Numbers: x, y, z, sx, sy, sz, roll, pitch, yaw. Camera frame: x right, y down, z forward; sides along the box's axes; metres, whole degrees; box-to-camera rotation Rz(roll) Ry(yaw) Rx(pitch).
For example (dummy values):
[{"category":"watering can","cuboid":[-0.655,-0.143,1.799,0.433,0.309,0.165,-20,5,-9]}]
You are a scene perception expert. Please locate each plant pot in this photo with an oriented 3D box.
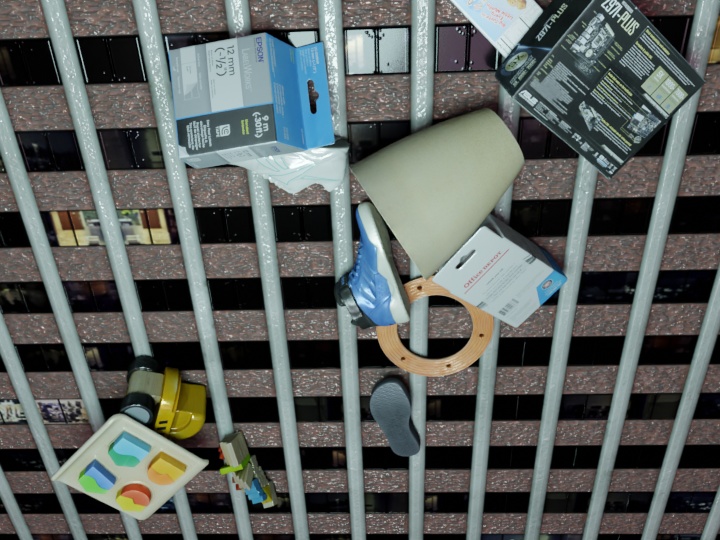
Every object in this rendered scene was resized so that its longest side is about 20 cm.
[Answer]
[{"category":"plant pot","cuboid":[0.116,-0.122,0.845,0.199,0.188,0.188,-35,114,5]}]

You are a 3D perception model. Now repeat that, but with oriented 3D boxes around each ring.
[{"category":"ring","cuboid":[0.125,0.093,1.043,0.196,0.019,0.204,1,119,2]}]

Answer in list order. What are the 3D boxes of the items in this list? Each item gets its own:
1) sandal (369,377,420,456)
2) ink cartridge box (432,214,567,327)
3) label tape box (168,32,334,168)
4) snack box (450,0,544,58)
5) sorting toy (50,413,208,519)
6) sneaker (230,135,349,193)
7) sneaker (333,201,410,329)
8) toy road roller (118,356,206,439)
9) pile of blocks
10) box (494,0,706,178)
[{"category":"sandal","cuboid":[0.063,0.264,1.135,0.074,0.043,0.203,-4,129,12]},{"category":"ink cartridge box","cuboid":[0.199,-0.006,0.927,0.198,0.067,0.116,27,118,-32]},{"category":"label tape box","cuboid":[-0.141,-0.224,0.808,0.196,0.066,0.146,-8,84,9]},{"category":"snack box","cuboid":[0.170,-0.343,0.792,0.199,0.024,0.072,38,114,-18]},{"category":"sorting toy","cuboid":[-0.387,0.343,1.048,0.185,0.037,0.199,-42,122,16]},{"category":"sneaker","cuboid":[-0.116,-0.150,0.885,0.196,0.071,0.082,4,123,-1]},{"category":"sneaker","cuboid":[0.000,0.001,0.961,0.109,0.077,0.203,-14,114,14]},{"category":"toy road roller","cuboid":[-0.356,0.264,1.100,0.143,0.124,0.202,14,120,-19]},{"category":"pile of blocks","cuboid":[-0.228,0.400,1.191,0.061,0.083,0.202,-18,118,11]},{"category":"box","cuboid":[0.300,-0.246,0.791,0.198,0.087,0.164,29,117,-25]}]
